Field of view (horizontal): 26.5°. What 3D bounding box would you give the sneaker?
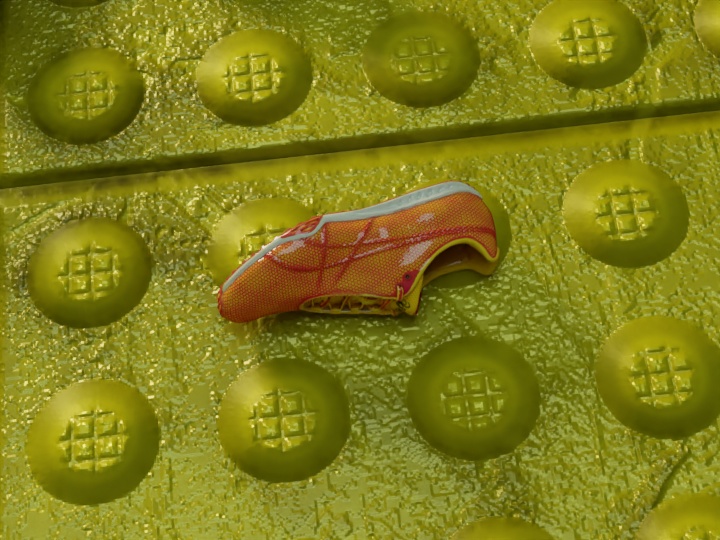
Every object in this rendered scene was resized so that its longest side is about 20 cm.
[{"bbox_3d":[0.000,0.000,1.032,0.199,0.073,0.078,-19,72,-5],"label":"sneaker"}]
